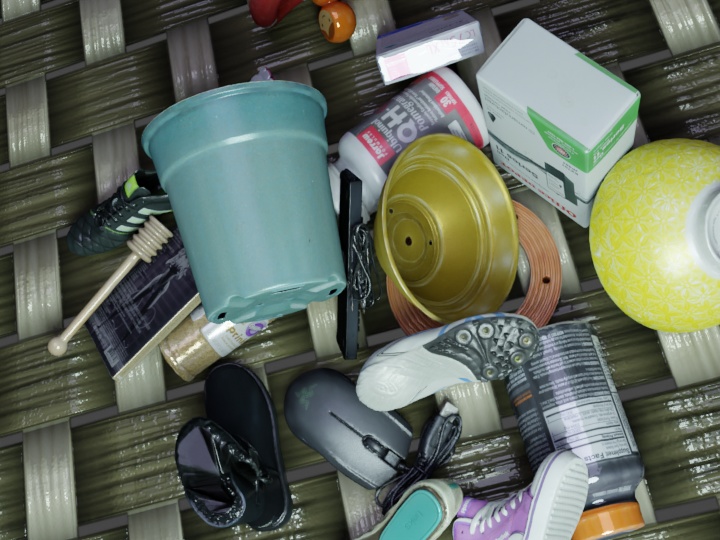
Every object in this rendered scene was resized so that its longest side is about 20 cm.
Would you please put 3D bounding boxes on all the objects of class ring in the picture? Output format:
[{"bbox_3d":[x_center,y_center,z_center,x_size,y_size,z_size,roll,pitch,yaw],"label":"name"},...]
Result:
[{"bbox_3d":[0.127,0.008,0.965,0.197,0.019,0.203,-4,69,10],"label":"ring"}]

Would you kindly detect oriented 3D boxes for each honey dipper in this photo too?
[{"bbox_3d":[-0.304,0.020,1.024,0.038,0.038,0.200,37,81,22],"label":"honey dipper"}]

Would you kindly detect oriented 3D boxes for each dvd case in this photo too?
[{"bbox_3d":[-0.234,0.022,1.007,0.200,0.016,0.148,-46,38,-5],"label":"dvd case"}]

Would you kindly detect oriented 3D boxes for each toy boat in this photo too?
[{"bbox_3d":[-0.046,-0.357,1.098,0.197,0.131,0.132,-20,96,5],"label":"toy boat"}]

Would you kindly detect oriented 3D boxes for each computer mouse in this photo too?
[{"bbox_3d":[-0.001,0.167,0.916,0.198,0.053,0.140,27,79,20],"label":"computer mouse"}]

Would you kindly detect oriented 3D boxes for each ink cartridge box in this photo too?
[{"bbox_3d":[0.078,-0.269,1.018,0.118,0.201,0.042,-17,112,7],"label":"ink cartridge box"},{"bbox_3d":[0.209,-0.148,0.907,0.146,0.200,0.083,40,85,23],"label":"ink cartridge box"}]

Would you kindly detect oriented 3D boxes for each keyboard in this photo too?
[{"bbox_3d":[0.000,0.000,0.911,0.039,0.104,0.203,-2,109,-9],"label":"keyboard"}]

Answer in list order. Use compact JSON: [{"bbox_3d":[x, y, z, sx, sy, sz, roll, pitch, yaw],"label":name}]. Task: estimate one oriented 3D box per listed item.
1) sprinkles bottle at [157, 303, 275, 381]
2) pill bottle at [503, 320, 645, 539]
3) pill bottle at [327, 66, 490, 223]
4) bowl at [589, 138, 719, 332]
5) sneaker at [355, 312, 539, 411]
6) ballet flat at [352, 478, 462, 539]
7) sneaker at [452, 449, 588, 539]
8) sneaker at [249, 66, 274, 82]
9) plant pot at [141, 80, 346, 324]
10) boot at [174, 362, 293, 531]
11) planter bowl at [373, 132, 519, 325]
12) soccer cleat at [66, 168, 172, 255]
[{"bbox_3d":[-0.136,0.044,0.984,0.199,0.068,0.069,-35,66,-1],"label":"sprinkles bottle"},{"bbox_3d":[0.211,0.161,0.842,0.105,0.106,0.203,-17,68,6],"label":"pill bottle"},{"bbox_3d":[0.043,-0.134,0.986,0.199,0.111,0.111,-38,67,-3],"label":"pill bottle"},{"bbox_3d":[0.338,-0.036,0.838,0.197,0.108,0.204,0,89,-13],"label":"bowl"},{"bbox_3d":[0.085,0.083,0.858,0.198,0.073,0.073,-22,107,24],"label":"sneaker"},{"bbox_3d":[0.032,0.280,0.856,0.200,0.062,0.068,-46,69,23],"label":"ballet flat"},{"bbox_3d":[0.137,0.231,0.798,0.072,0.203,0.114,-18,39,-40],"label":"sneaker"},{"bbox_3d":[-0.111,-0.152,1.050,0.087,0.082,0.201,-28,58,2],"label":"sneaker"},{"bbox_3d":[-0.106,-0.059,0.881,0.197,0.200,0.199,-17,78,6],"label":"plant pot"},{"bbox_3d":[-0.137,0.169,0.883,0.076,0.168,0.202,-22,66,4],"label":"boot"},{"bbox_3d":[0.074,-0.037,0.915,0.083,0.199,0.203,-13,61,50],"label":"planter bowl"},{"bbox_3d":[-0.283,-0.083,1.056,0.198,0.081,0.068,-26,66,2],"label":"soccer cleat"}]
